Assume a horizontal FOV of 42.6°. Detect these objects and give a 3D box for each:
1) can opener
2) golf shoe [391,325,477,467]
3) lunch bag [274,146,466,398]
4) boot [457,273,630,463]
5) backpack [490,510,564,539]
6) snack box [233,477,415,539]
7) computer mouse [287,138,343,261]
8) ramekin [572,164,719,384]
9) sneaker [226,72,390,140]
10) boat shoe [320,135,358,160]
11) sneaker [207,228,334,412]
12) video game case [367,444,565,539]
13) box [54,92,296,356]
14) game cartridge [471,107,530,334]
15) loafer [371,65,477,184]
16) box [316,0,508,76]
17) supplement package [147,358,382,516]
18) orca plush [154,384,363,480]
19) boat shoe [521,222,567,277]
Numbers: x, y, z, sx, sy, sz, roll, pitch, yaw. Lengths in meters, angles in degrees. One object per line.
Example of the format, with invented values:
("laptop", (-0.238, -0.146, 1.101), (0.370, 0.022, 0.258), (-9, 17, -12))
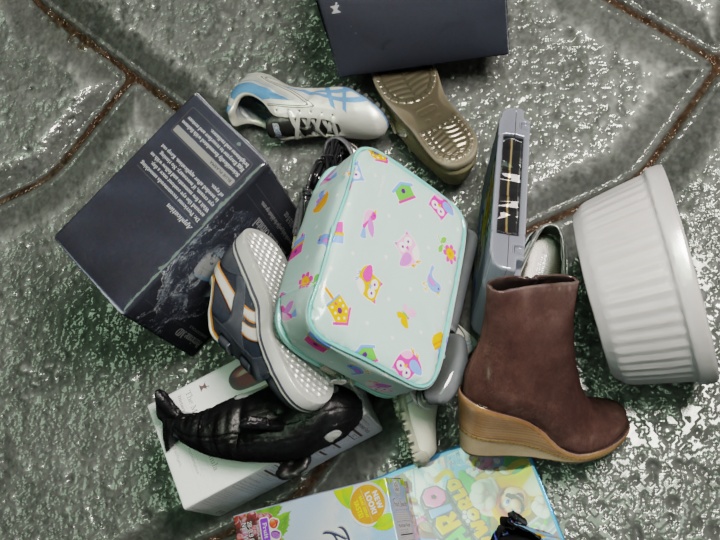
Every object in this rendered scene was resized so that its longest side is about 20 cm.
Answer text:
("can opener", (0.086, 0.042, 0.901), (0.065, 0.053, 0.203), (-5, 58, 31))
("golf shoe", (0.075, 0.093, 0.938), (0.095, 0.078, 0.204), (-5, 72, 2))
("lunch bag", (0.016, 0.009, 0.829), (0.077, 0.159, 0.203), (-20, 47, 51))
("boot", (0.184, 0.089, 0.847), (0.196, 0.072, 0.170), (0, 111, -25))
("backpack", (0.182, 0.303, 0.775), (0.179, 0.200, 0.137), (18, 86, 7))
("snack box", (-0.021, 0.316, 0.877), (0.166, 0.068, 0.204), (-16, 73, 16))
("computer mouse", (-0.047, -0.025, 0.939), (0.045, 0.141, 0.204), (18, 107, 0))
("ramekin", (0.264, 0.012, 0.866), (0.092, 0.202, 0.207), (-14, 70, 17))
("sneaker", (-0.061, -0.173, 1.044), (0.196, 0.072, 0.073), (13, 61, 21))
("boat shoe", (-0.016, -0.050, 1.004), (0.071, 0.063, 0.204), (-9, 71, 9))
("sneaker", (-0.087, 0.060, 0.854), (0.079, 0.078, 0.202), (-44, 47, 24))
("video game case", (0.091, 0.254, 0.913), (0.197, 0.018, 0.145), (-22, 71, 4))
("box", (-0.174, -0.038, 0.961), (0.117, 0.197, 0.200), (42, 85, 18))
("game cartridge", (0.139, -0.044, 0.921), (0.040, 0.135, 0.203), (6, 54, 5))
("loafer", (0.067, -0.168, 1.024), (0.074, 0.069, 0.202), (-19, 54, -7))
("box", (0.058, -0.335, 1.016), (0.192, 0.118, 0.203), (-6, 54, 9))
("supplement package", (-0.092, 0.149, 0.933), (0.197, 0.110, 0.115), (-28, 70, 1))
("orca plush", (-0.100, 0.129, 0.843), (0.196, 0.071, 0.107), (8, 76, 13))
("boat shoe", (0.169, 0.047, 0.933), (0.070, 0.071, 0.204), (6, 75, 13))
